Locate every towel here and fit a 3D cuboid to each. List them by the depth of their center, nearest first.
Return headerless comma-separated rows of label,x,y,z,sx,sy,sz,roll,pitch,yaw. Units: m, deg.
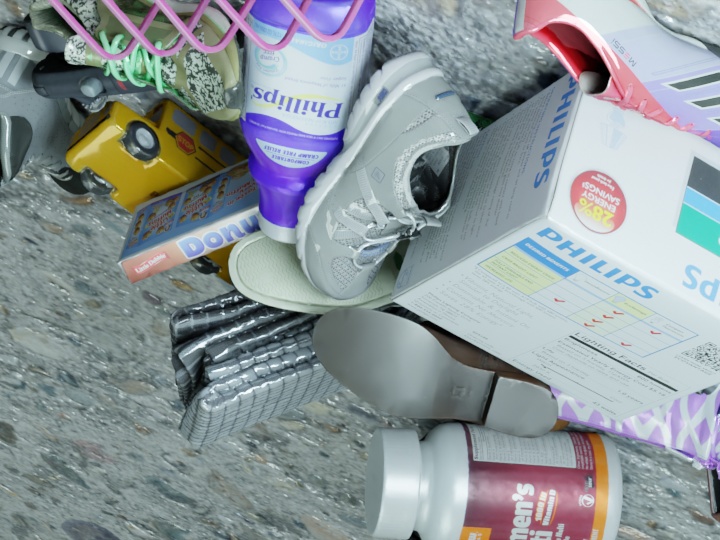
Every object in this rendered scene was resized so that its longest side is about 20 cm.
towel,-0.056,0.056,1.770,0.166,0.200,0.086,111,136,-74

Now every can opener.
can opener,-0.164,-0.151,1.624,0.200,0.063,0.079,5,147,38

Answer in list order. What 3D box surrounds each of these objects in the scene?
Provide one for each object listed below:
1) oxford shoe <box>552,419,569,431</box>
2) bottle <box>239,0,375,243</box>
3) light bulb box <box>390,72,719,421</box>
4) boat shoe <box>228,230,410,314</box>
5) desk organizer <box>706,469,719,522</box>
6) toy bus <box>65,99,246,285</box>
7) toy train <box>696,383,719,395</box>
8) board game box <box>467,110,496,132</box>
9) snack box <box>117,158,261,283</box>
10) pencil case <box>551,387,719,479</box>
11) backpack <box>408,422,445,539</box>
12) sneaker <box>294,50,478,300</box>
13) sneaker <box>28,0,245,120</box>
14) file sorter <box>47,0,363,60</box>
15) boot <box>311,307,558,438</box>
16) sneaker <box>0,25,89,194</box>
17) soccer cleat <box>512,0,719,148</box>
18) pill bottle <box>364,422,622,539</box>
oxford shoe,0.081,0.097,1.867,0.200,0.071,0.071,17,159,17
bottle,-0.039,-0.110,1.501,0.083,0.065,0.200,13,128,6
light bulb box,0.162,-0.013,1.482,0.198,0.125,0.200,28,153,-19
boat shoe,0.000,0.000,1.619,0.199,0.072,0.068,-5,169,-17
desk organizer,0.332,0.145,1.717,0.077,0.072,0.200,36,153,-16
toy bus,-0.127,-0.062,1.731,0.200,0.078,0.065,38,130,-23
toy train,0.192,0.026,1.637,0.200,0.056,0.042,31,154,-10
board game box,0.066,-0.058,1.635,0.105,0.023,0.200,23,155,10
snack box,-0.083,-0.052,1.631,0.200,0.072,0.024,-21,123,23
pencil case,0.201,0.096,1.727,0.200,0.086,0.084,14,171,28
backpack,0.129,0.227,2.005,0.200,0.154,0.163,45,155,12
sneaker,0.017,-0.045,1.484,0.082,0.075,0.200,47,138,25
sneaker,-0.152,-0.145,1.513,0.200,0.088,0.077,34,137,41
file sorter,-0.096,-0.210,1.375,0.200,0.126,0.139,1,145,43
boot,0.045,0.058,1.629,0.186,0.064,0.200,24,-172,-10
sneaker,-0.267,-0.092,1.773,0.075,0.116,0.200,16,153,21
soccer cleat,0.172,-0.116,1.362,0.200,0.073,0.068,37,153,-21
pill bottle,0.109,0.183,1.880,0.199,0.110,0.110,5,157,-9
